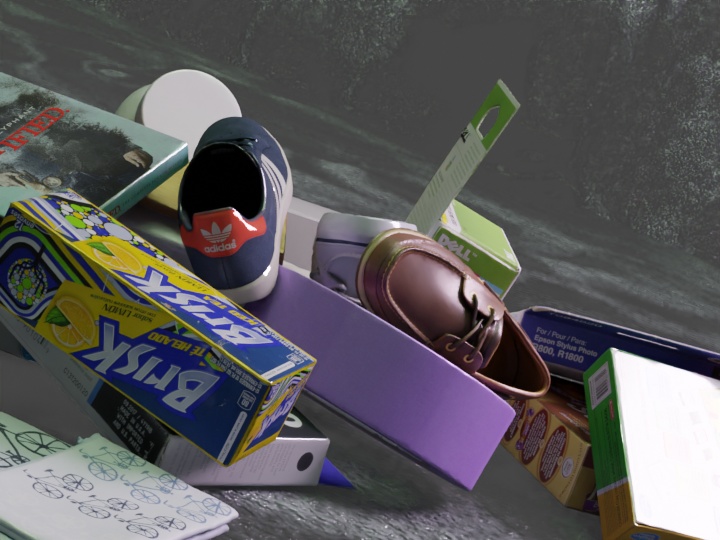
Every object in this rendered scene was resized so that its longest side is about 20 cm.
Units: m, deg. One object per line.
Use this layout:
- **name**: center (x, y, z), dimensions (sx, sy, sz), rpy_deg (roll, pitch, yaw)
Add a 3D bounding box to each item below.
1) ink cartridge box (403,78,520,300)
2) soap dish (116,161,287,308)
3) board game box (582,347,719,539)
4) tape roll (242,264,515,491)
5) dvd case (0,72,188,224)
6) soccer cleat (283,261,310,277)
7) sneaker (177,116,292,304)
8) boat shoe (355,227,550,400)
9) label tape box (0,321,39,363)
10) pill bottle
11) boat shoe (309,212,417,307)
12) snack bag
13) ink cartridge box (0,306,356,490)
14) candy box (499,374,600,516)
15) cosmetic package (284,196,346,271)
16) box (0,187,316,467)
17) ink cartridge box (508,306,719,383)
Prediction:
- **ink cartridge box**: center (0.086, -0.034, 1.540), dimensions (0.076, 0.200, 0.148), rpy_deg (32, 10, -8)
- **soap dish**: center (-0.148, -0.021, 1.511), dimensions (0.199, 0.081, 0.158), rpy_deg (23, -32, 6)
- **board game box**: center (0.265, 0.153, 1.503), dimensions (0.199, 0.040, 0.154), rpy_deg (17, 49, -23)
- **tape roll**: center (0.006, 0.074, 1.399), dimensions (0.200, 0.066, 0.200), rpy_deg (31, -5, 3)
- **dvd case**: center (-0.242, -0.080, 1.419), dimensions (0.199, 0.022, 0.146), rpy_deg (21, 41, 27)
- **soccer cleat**: center (-0.037, 0.033, 1.677), dimensions (0.199, 0.069, 0.078), rpy_deg (26, 29, -10)
- **sneaker**: center (-0.088, -0.065, 1.386), dimensions (0.075, 0.085, 0.200), rpy_deg (-12, 36, 2)
- **boat shoe**: center (0.070, 0.034, 1.407), dimensions (0.067, 0.072, 0.200), rpy_deg (24, -12, 42)
- **label tape box**: center (-0.267, -0.001, 1.415), dimensions (0.199, 0.066, 0.143), rpy_deg (19, 10, 0)
- **pill bottle**: center (-0.166, -0.090, 1.706), dimensions (0.112, 0.113, 0.200), rpy_deg (18, -24, -13)
- **boat shoe**: center (0.000, 0.000, 1.478), dimensions (0.073, 0.067, 0.200), rpy_deg (8, -5, -3)
- **snack bag**: center (-0.187, 0.110, 1.108), dimensions (0.199, 0.021, 0.188), rpy_deg (24, 11, 18)
- **ink cartridge box**: center (-0.115, 0.069, 1.322), dimensions (0.200, 0.044, 0.198), rpy_deg (10, 26, -51)
- **candy box**: center (0.177, 0.138, 1.601), dimensions (0.116, 0.057, 0.200), rpy_deg (17, 9, -23)
- **cosmetic package**: center (-0.040, 0.001, 1.750), dimensions (0.199, 0.107, 0.090), rpy_deg (21, 9, -11)
- **box**: center (-0.130, 0.032, 1.223), dimensions (0.200, 0.064, 0.070), rpy_deg (33, 21, 15)
- **ink cartridge box**: center (0.211, 0.074, 1.622), dimensions (0.199, 0.041, 0.200), rpy_deg (15, -5, -2)
